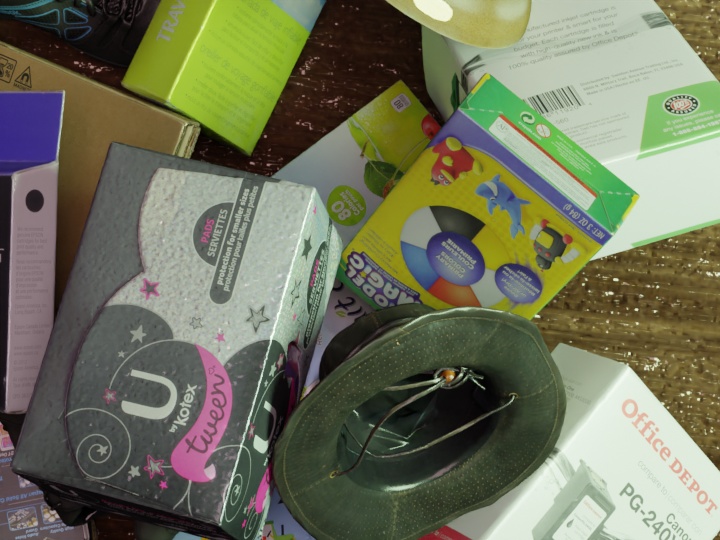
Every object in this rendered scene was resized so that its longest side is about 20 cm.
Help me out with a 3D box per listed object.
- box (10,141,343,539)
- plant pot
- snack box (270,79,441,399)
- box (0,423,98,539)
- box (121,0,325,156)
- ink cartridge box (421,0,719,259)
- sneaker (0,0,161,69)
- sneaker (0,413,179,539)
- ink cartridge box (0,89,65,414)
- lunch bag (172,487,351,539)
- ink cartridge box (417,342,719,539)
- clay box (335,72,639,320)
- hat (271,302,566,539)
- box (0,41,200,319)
[{"bbox_3d":[-0.100,0.045,1.034,0.132,0.115,0.200,13,77,12],"label":"box"},{"bbox_3d":[0.035,-0.222,1.114,0.200,0.200,0.027,43,121,-2],"label":"plant pot"},{"bbox_3d":[0.000,0.000,1.192,0.200,0.068,0.169,-39,84,-12],"label":"snack box"},{"bbox_3d":[-0.287,0.150,1.210,0.200,0.046,0.159,-11,89,-3],"label":"box"},{"bbox_3d":[-0.071,-0.188,1.186,0.048,0.122,0.200,24,87,28],"label":"box"},{"bbox_3d":[0.140,-0.108,1.156,0.146,0.200,0.084,-15,135,-10],"label":"ink cartridge box"},{"bbox_3d":[-0.191,-0.184,1.201,0.200,0.082,0.073,12,87,-4],"label":"sneaker"},{"bbox_3d":[-0.187,0.111,1.133,0.200,0.076,0.091,21,89,26],"label":"sneaker"},{"bbox_3d":[-0.273,-0.017,1.128,0.198,0.043,0.200,3,90,36],"label":"ink cartridge box"},{"bbox_3d":[-0.059,0.198,1.141,0.150,0.094,0.200,-10,88,23],"label":"lunch bag"},{"bbox_3d":[0.135,0.170,1.177,0.200,0.083,0.145,-48,115,-13],"label":"ink cartridge box"},{"bbox_3d":[0.063,-0.014,1.070,0.115,0.200,0.048,39,46,0],"label":"clay box"},{"bbox_3d":[0.023,0.077,1.066,0.201,0.201,0.081,-30,48,-3],"label":"hat"},{"bbox_3d":[-0.216,-0.054,1.175,0.200,0.021,0.164,24,98,24],"label":"box"}]
